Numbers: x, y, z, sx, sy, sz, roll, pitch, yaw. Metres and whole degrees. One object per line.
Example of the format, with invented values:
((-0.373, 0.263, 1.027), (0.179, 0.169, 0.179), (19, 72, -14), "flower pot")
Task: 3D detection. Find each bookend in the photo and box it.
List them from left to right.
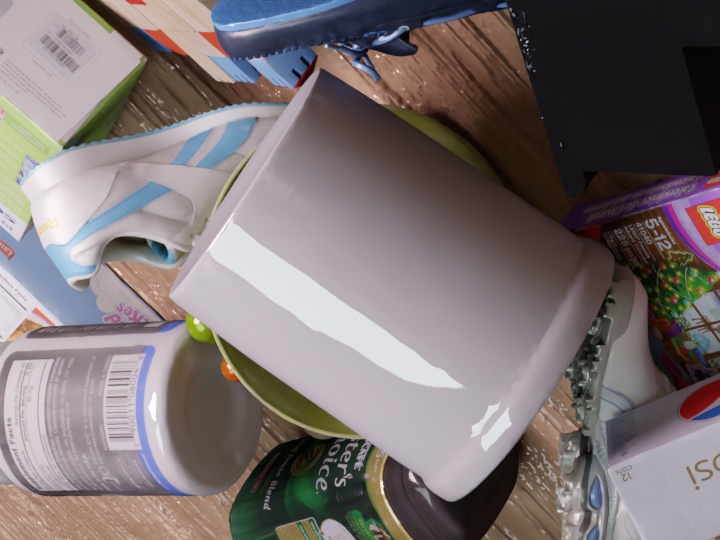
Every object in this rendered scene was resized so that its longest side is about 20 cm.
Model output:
((0.185, -0.142, 1.417), (0.199, 0.092, 0.200), (3, 128, 34), "bookend")

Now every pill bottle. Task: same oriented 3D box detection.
((-0.174, 0.092, 1.779), (0.199, 0.114, 0.114), (-3, 123, 35), "pill bottle")

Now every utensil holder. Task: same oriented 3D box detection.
((0.015, 0.006, 1.532), (0.199, 0.170, 0.170), (33, 139, -6), "utensil holder")

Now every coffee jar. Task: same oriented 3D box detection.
((0.010, 0.147, 1.792), (0.199, 0.104, 0.085), (-20, 115, 44), "coffee jar")

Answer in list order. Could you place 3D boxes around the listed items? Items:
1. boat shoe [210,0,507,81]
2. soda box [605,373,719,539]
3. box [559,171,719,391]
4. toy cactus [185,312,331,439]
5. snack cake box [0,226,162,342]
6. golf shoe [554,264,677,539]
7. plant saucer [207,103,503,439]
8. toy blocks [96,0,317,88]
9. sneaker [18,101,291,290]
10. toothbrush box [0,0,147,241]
((0.019, -0.144, 1.494), (0.199, 0.084, 0.069), (-13, 125, 8), "boat shoe")
((0.240, 0.087, 1.517), (0.199, 0.064, 0.068), (-23, 109, 13), "soda box")
((0.217, 0.036, 1.587), (0.136, 0.039, 0.200), (-18, 113, 44), "box")
((-0.018, 0.053, 1.727), (0.199, 0.103, 0.165), (1, 153, -8), "toy cactus")
((-0.215, 0.042, 1.899), (0.200, 0.067, 0.115), (44, 137, -4), "snack cake box")
((0.168, 0.080, 1.598), (0.097, 0.079, 0.201), (1, 127, 0), "golf shoe")
((0.000, 0.000, 1.631), (0.200, 0.200, 0.031), (50, 171, -11), "plant saucer")
((-0.099, -0.166, 1.601), (0.137, 0.100, 0.200), (41, 166, -28), "toy blocks")
((-0.104, -0.048, 1.648), (0.081, 0.199, 0.077), (69, 161, 9), "sneaker")
((-0.230, -0.121, 1.712), (0.145, 0.086, 0.200), (41, 157, 0), "toothbrush box")
